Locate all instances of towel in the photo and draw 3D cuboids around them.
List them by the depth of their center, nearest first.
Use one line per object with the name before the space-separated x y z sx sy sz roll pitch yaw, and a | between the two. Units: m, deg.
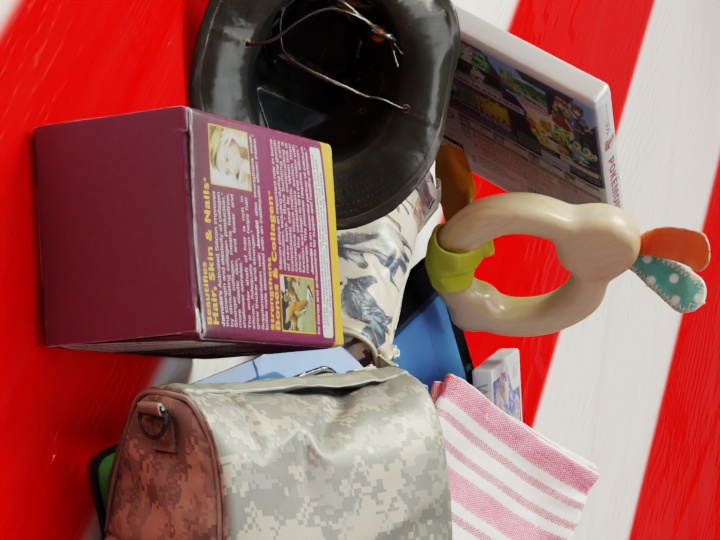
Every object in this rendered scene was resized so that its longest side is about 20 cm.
towel | 0.075 0.187 1.699 0.146 0.030 0.200 33 66 -29

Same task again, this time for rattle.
rattle | 0.151 -0.033 1.833 0.143 0.200 0.130 -70 142 -61

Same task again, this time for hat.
hat | -0.034 -0.128 1.687 0.200 0.081 0.201 -3 97 -22

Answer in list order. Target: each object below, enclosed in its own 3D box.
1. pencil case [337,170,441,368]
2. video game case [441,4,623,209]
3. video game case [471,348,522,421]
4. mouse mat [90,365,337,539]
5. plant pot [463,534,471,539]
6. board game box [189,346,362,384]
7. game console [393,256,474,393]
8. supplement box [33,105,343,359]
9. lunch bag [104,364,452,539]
pencil case | 0.000 0.000 1.747 0.078 0.089 0.200 110 -1 -45
video game case | 0.099 -0.115 1.839 0.023 0.200 0.182 -49 152 -20
video game case | 0.104 0.164 1.887 0.143 0.018 0.200 -22 109 -78
mouse mat | -0.072 0.158 1.549 0.200 0.008 0.161 -19 105 -42
plant pot | 0.099 0.208 1.789 0.200 0.027 0.201 5 84 -60
board game box | -0.059 0.132 1.607 0.200 0.039 0.158 -22 99 -42
game console | 0.061 0.119 1.821 0.176 0.116 0.200 45 -25 60
supplement box | -0.096 -0.016 1.504 0.200 0.103 0.131 11 75 -67
lunch bag | -0.044 0.142 1.473 0.200 0.139 0.168 -1 99 -41
